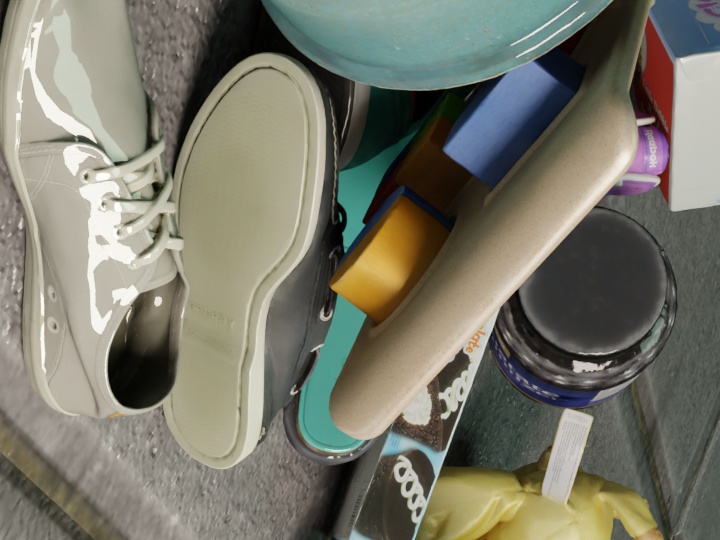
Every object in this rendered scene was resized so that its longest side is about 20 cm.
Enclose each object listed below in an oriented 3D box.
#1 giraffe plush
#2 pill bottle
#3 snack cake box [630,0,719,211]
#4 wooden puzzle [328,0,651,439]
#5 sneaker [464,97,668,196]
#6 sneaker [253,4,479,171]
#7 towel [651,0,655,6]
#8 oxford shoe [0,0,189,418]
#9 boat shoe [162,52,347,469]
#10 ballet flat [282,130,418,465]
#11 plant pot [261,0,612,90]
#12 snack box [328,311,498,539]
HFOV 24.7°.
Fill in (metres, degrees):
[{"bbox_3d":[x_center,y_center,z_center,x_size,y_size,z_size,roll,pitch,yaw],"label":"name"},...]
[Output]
[{"bbox_3d":[0.109,0.178,1.081,0.201,0.172,0.162,-57,168,6],"label":"giraffe plush"},{"bbox_3d":[0.135,0.022,1.014,0.200,0.111,0.112,70,40,-79],"label":"pill bottle"},{"bbox_3d":[0.199,-0.146,1.033,0.201,0.067,0.115,-102,-175,-48],"label":"snack cake box"},{"bbox_3d":[0.050,-0.050,0.686,0.185,0.046,0.200,-49,-167,32],"label":"wooden puzzle"},{"bbox_3d":[0.117,-0.076,0.957,0.200,0.114,0.073,-3,89,-67],"label":"sneaker"},{"bbox_3d":[0.021,-0.143,0.757,0.121,0.083,0.201,-19,131,-55],"label":"sneaker"},{"bbox_3d":[0.112,-0.197,0.784,0.143,0.023,0.201,-31,132,-46],"label":"towel"},{"bbox_3d":[-0.095,-0.029,0.622,0.075,0.057,0.201,-36,135,-49],"label":"oxford shoe"},{"bbox_3d":[-0.038,-0.007,0.728,0.066,0.074,0.200,-27,132,-50],"label":"boat shoe"},{"bbox_3d":[0.000,0.000,0.843,0.073,0.073,0.201,29,73,-65],"label":"ballet flat"},{"bbox_3d":[-0.009,-0.189,0.561,0.196,0.199,0.201,27,81,-57],"label":"plant pot"},{"bbox_3d":[0.038,0.064,0.931,0.116,0.037,0.201,130,-19,-80],"label":"snack box"}]
